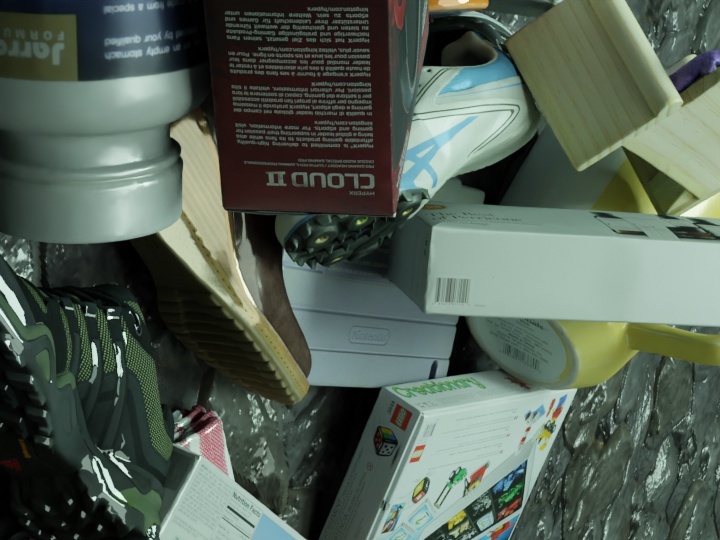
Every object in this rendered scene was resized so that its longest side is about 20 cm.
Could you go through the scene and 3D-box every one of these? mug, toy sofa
[{"bbox_3d":[0.150,-0.010,1.099,0.150,0.186,0.153,52,59,-15],"label":"mug"},{"bbox_3d":[0.164,-0.097,0.967,0.083,0.097,0.200,63,18,18],"label":"toy sofa"}]

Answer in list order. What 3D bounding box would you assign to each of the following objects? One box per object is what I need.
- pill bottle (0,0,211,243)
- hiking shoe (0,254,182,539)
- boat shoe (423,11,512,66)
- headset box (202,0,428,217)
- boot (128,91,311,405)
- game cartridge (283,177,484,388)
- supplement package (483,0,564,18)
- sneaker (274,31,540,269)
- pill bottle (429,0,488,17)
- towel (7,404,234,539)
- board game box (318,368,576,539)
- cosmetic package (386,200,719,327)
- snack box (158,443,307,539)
[{"bbox_3d":[-0.111,-0.118,0.701,0.111,0.111,0.201,-24,121,-52],"label":"pill bottle"},{"bbox_3d":[-0.139,0.035,0.768,0.200,0.075,0.101,65,28,-42],"label":"hiking shoe"},{"bbox_3d":[0.051,-0.114,1.001,0.200,0.066,0.070,-1,102,-57],"label":"boat shoe"},{"bbox_3d":[-0.015,-0.128,0.718,0.149,0.075,0.201,-78,169,-52],"label":"headset box"},{"bbox_3d":[-0.041,-0.050,0.860,0.167,0.072,0.200,-54,134,-25],"label":"boot"},{"bbox_3d":[0.000,0.000,0.995,0.200,0.038,0.131,9,89,-58],"label":"game cartridge"},{"bbox_3d":[0.082,-0.242,0.951,0.120,0.121,0.201,5,98,-59],"label":"supplement package"},{"bbox_3d":[0.016,-0.060,0.869,0.073,0.072,0.200,52,42,2],"label":"sneaker"},{"bbox_3d":[0.021,-0.221,0.847,0.106,0.106,0.201,-12,101,-55],"label":"pill bottle"},{"bbox_3d":[-0.127,0.170,0.864,0.200,0.030,0.147,-34,128,-44],"label":"towel"},{"bbox_3d":[0.054,0.125,1.095,0.200,0.035,0.127,-2,119,-58],"label":"board game box"},{"bbox_3d":[0.121,-0.005,0.970,0.199,0.083,0.051,3,99,-14],"label":"cosmetic package"},{"bbox_3d":[-0.057,0.161,0.913,0.072,0.024,0.200,-63,144,-17],"label":"snack box"}]
